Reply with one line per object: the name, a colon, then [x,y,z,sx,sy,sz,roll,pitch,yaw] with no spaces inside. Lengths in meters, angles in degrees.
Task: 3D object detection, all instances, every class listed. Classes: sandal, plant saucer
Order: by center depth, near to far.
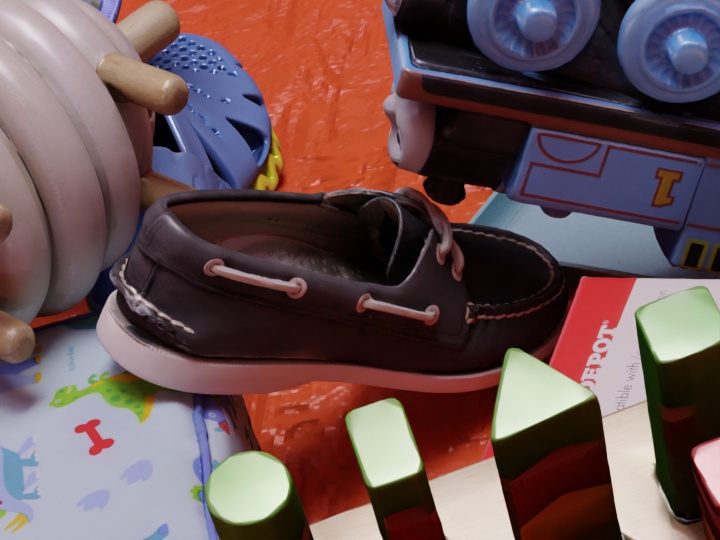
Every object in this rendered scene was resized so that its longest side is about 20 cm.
plant saucer: [0.135,-0.010,1.122,0.199,0.019,0.070,9,43,34]
sandal: [-0.079,-0.046,1.203,0.079,0.087,0.200,-14,33,8]

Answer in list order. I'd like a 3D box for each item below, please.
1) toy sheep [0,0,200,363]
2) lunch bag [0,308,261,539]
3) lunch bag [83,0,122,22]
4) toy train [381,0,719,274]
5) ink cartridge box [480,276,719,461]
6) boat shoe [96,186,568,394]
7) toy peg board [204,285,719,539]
toy sheep: [-0.133,-0.040,1.070,0.137,0.138,0.200,17,39,39]
lunch bag: [-0.113,0.101,1.020,0.160,0.083,0.200,-15,33,7]
lunch bag: [-0.185,-0.117,1.229,0.169,0.200,0.128,18,80,-8]
toy train: [0.099,-0.064,1.048,0.199,0.115,0.087,9,29,-12]
ink cartridge box: [0.120,0.063,0.981,0.199,0.067,0.116,0,39,22]
boat shoe: [0.000,0.000,1.058,0.199,0.061,0.074,0,35,-34]
toy peg board: [0.055,0.114,0.830,0.199,0.098,0.200,-20,51,-3]
